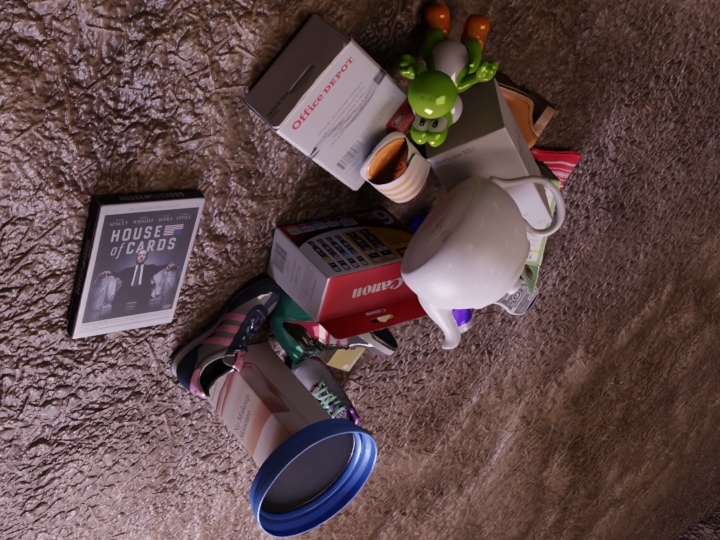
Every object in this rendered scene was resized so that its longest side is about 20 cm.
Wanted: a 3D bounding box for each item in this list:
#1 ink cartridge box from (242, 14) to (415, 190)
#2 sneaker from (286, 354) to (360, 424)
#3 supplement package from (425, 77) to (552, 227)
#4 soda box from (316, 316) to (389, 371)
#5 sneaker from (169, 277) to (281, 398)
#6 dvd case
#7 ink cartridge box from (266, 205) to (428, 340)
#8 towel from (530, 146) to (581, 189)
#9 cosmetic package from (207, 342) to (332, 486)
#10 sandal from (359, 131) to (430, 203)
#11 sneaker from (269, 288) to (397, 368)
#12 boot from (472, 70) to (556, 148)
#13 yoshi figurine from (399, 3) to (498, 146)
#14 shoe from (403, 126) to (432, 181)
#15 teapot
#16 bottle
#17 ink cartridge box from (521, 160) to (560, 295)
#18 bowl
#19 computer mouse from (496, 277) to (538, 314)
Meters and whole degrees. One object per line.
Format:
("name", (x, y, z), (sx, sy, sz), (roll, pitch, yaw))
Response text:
("ink cartridge box", (-0.032, -0.212, 1.369), (0.145, 0.083, 0.200), (-50, 145, 5))
("sneaker", (-0.053, 0.202, 1.738), (0.074, 0.088, 0.200), (-46, 144, -2))
("supplement package", (0.182, -0.153, 1.547), (0.121, 0.120, 0.200), (-21, 133, 17))
("soda box", (0.004, 0.057, 1.676), (0.200, 0.068, 0.064), (-54, 143, 9))
("sneaker", (-0.176, 0.101, 1.524), (0.200, 0.082, 0.070), (-46, 144, -2))
("dvd case", (-0.286, -0.009, 1.359), (0.150, 0.025, 0.200), (-9, 130, -41))
("ink cartridge box", (0.000, 0.000, 1.526), (0.200, 0.176, 0.084), (-14, 133, -37))
("towel", (0.291, -0.123, 1.834), (0.145, 0.022, 0.200), (0, 124, -44))
("cosmetic package", (-0.132, 0.209, 1.572), (0.087, 0.200, 0.103), (-8, 128, -39))
("sandal", (0.066, -0.126, 1.450), (0.079, 0.059, 0.207), (-51, 157, 5))
("sneaker", (-0.054, 0.102, 1.601), (0.200, 0.084, 0.121), (31, 109, -14))
("boot", (0.200, -0.213, 1.618), (0.200, 0.074, 0.155), (18, 117, -45))
("yoshi figurine", (0.108, -0.258, 1.377), (0.112, 0.112, 0.200), (36, 57, -35))
("shoe", (0.062, -0.166, 1.536), (0.070, 0.053, 0.200), (-55, 159, -8))
("teapot", (0.163, -0.023, 1.451), (0.200, 0.146, 0.197), (-37, -159, 52))
("bottle", (0.133, 0.007, 1.696), (0.065, 0.084, 0.200), (-15, 117, 10))
("ink cartridge box", (0.264, -0.073, 1.742), (0.059, 0.104, 0.200), (5, 112, -10))
("bowl", (-0.068, 0.291, 1.509), (0.201, 0.039, 0.201), (-26, 139, -24))
("computer mouse", (0.248, 0.029, 1.920), (0.200, 0.044, 0.110), (26, 99, -47))
